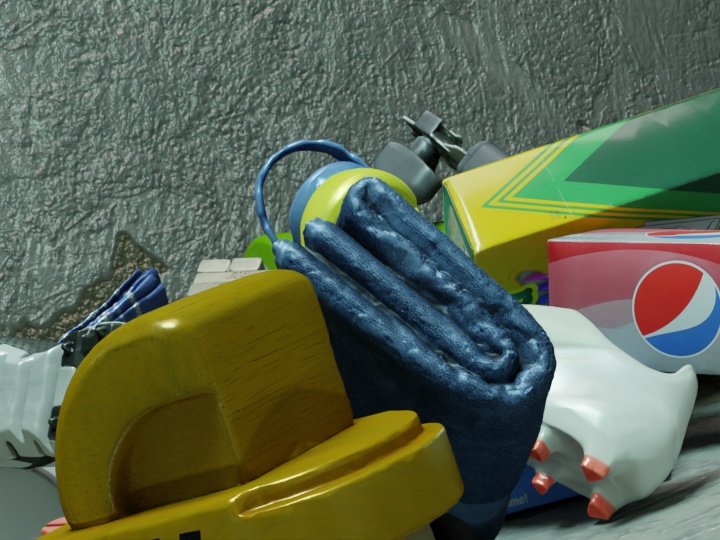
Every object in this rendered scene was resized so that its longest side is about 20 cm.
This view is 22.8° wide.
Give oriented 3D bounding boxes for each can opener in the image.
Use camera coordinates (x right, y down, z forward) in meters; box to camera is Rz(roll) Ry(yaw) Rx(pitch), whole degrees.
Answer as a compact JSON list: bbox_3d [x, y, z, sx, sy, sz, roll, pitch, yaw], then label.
[{"bbox_3d":[0.075,-0.041,1.114,0.067,0.053,0.200,-48,38,0],"label":"can opener"}]

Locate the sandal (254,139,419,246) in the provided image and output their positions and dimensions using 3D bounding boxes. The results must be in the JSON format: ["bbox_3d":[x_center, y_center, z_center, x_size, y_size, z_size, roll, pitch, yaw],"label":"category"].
[{"bbox_3d":[0.000,0.000,0.914,0.079,0.087,0.201,-37,-37,-15],"label":"sandal"}]

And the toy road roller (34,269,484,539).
[{"bbox_3d":[-0.060,0.086,0.576,0.199,0.147,0.123,-17,2,30],"label":"toy road roller"}]

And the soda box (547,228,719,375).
[{"bbox_3d":[0.189,0.015,0.835,0.199,0.064,0.070,1,6,31],"label":"soda box"}]

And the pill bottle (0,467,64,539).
[{"bbox_3d":[-0.183,0.133,0.935,0.112,0.113,0.200,-18,2,-7],"label":"pill bottle"}]

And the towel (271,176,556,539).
[{"bbox_3d":[0.016,0.052,0.696,0.049,0.112,0.200,-43,-16,-21],"label":"towel"}]

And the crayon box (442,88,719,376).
[{"bbox_3d":[0.136,0.004,0.998,0.171,0.059,0.201,-19,-35,-8],"label":"crayon box"}]

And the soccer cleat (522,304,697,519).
[{"bbox_3d":[0.054,0.040,0.798,0.199,0.070,0.078,24,57,24],"label":"soccer cleat"}]

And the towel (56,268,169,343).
[{"bbox_3d":[-0.187,0.100,1.113,0.200,0.145,0.024,-39,55,-23],"label":"towel"}]

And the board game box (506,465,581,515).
[{"bbox_3d":[0.058,0.092,0.897,0.199,0.045,0.152,-18,2,14],"label":"board game box"}]

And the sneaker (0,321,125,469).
[{"bbox_3d":[-0.140,0.065,0.822,0.199,0.067,0.090,-5,-21,40],"label":"sneaker"}]

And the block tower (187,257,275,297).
[{"bbox_3d":[-0.076,0.075,0.884,0.054,0.058,0.201,-3,39,17],"label":"block tower"}]

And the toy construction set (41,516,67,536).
[{"bbox_3d":[-0.112,0.105,0.711,0.198,0.132,0.092,-15,14,-8],"label":"toy construction set"}]

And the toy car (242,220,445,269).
[{"bbox_3d":[-0.022,0.064,1.166,0.163,0.159,0.200,-6,-18,-37],"label":"toy car"}]
